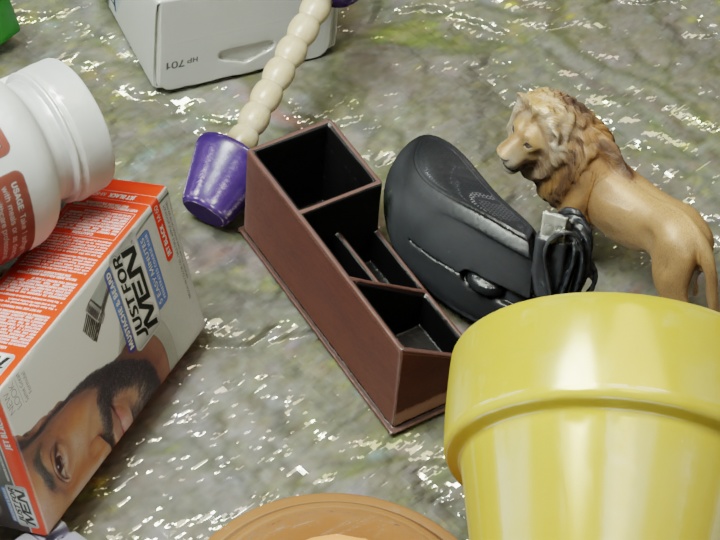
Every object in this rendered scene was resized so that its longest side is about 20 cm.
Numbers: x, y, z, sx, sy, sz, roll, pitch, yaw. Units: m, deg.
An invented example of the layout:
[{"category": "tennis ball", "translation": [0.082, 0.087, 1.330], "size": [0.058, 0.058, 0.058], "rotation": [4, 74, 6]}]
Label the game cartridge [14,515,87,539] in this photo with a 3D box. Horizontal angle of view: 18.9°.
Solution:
[{"category": "game cartridge", "translation": [-0.157, 0.220, 1.177], "size": [0.129, 0.039, 0.199], "rotation": [-36, 45, -26]}]

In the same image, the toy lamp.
[{"category": "toy lamp", "translation": [-0.060, -0.122, 1.476], "size": [0.058, 0.058, 0.201], "rotation": [23, 74, 16]}]

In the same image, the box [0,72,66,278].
[{"category": "box", "translation": [-0.269, -0.026, 1.372], "size": [0.199, 0.102, 0.113], "rotation": [-26, 55, -26]}]

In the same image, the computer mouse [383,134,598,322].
[{"category": "computer mouse", "translation": [0.069, -0.016, 1.387], "size": [0.052, 0.140, 0.200], "rotation": [-20, 42, -27]}]

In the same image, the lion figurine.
[{"category": "lion figurine", "translation": [0.176, -0.034, 1.407], "size": [0.199, 0.123, 0.072], "rotation": [31, 51, 21]}]

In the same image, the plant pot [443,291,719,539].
[{"category": "plant pot", "translation": [0.140, 0.141, 1.209], "size": [0.199, 0.201, 0.191], "rotation": [7, 63, 1]}]

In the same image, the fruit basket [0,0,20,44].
[{"category": "fruit basket", "translation": [-0.329, -0.242, 1.551], "size": [0.213, 0.156, 0.218], "rotation": [-2, 62, 4]}]

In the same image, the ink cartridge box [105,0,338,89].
[{"category": "ink cartridge box", "translation": [-0.119, -0.240, 1.596], "size": [0.145, 0.086, 0.201], "rotation": [-15, 49, -20]}]

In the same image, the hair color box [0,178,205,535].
[{"category": "hair color box", "translation": [-0.173, 0.047, 1.293], "size": [0.063, 0.112, 0.200], "rotation": [8, 41, 27]}]

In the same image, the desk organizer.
[{"category": "desk organizer", "translation": [0.000, 0.000, 1.390], "size": [0.071, 0.077, 0.200], "rotation": [-21, 53, -23]}]

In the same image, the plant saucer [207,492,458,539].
[{"category": "plant saucer", "translation": [-0.013, 0.207, 1.229], "size": [0.198, 0.032, 0.201], "rotation": [3, 46, -3]}]

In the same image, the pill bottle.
[{"category": "pill bottle", "translation": [-0.246, -0.046, 1.250], "size": [0.199, 0.113, 0.112], "rotation": [-29, 55, -28]}]
